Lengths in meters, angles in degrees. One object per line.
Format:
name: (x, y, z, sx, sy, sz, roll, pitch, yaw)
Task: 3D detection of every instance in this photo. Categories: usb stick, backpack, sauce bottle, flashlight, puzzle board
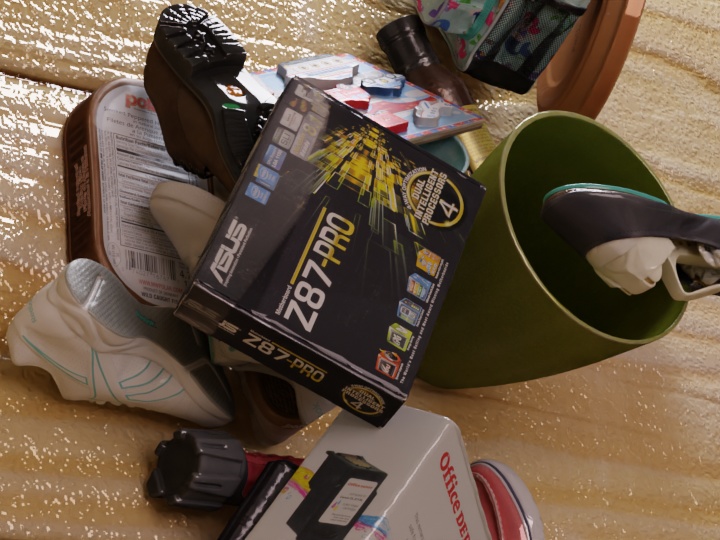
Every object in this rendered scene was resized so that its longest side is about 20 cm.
usb stick: (-0.089, 0.213, 1.473, 0.056, 0.033, 0.200, 52, 59, -33)
backpack: (0.129, -0.274, 1.858, 0.150, 0.200, 0.178, 24, 30, -32)
sauce bottle: (0.072, -0.114, 1.830, 0.065, 0.065, 0.201, -12, 74, -44)
flashlight: (-0.047, 0.142, 1.565, 0.199, 0.068, 0.068, 12, 91, -41)
puzzle board: (-0.020, -0.129, 1.723, 0.150, 0.017, 0.200, 29, 29, 32)

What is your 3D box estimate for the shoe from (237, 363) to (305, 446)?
shoe: (-0.072, 0.034, 1.633, 0.070, 0.053, 0.201, 1, 59, -17)

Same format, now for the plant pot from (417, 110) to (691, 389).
plant pot: (0.115, 0.008, 1.695, 0.186, 0.200, 0.188, 20, 54, -30)

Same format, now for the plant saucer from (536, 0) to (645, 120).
plant saucer: (0.194, -0.206, 1.899, 0.032, 0.201, 0.201, 17, 52, -10)

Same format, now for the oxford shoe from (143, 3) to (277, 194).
oxford shoe: (-0.094, -0.092, 1.599, 0.072, 0.085, 0.200, -6, 53, -37)

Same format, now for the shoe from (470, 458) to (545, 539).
shoe: (0.085, 0.232, 1.625, 0.091, 0.071, 0.201, 10, 63, -43)

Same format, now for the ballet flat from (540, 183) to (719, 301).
ballet flat: (0.213, -0.014, 1.600, 0.199, 0.073, 0.073, 10, 58, -39)

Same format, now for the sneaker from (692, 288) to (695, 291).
sneaker: (0.204, -0.014, 1.885, 0.199, 0.066, 0.091, 28, 52, -20)

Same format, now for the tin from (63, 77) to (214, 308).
tin: (-0.156, -0.048, 1.615, 0.112, 0.042, 0.201, 16, 55, -38)

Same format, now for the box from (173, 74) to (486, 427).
box: (-0.016, -0.015, 1.506, 0.161, 0.049, 0.201, 29, 52, -7)

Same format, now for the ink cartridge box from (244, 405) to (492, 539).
ink cartridge box: (-0.006, 0.204, 1.482, 0.200, 0.082, 0.146, -52, 142, -33)

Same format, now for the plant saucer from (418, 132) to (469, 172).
plant saucer: (-0.017, -0.089, 1.699, 0.199, 0.036, 0.200, 10, 24, -5)

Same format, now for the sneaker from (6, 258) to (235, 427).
sneaker: (-0.161, 0.060, 1.526, 0.200, 0.080, 0.071, 37, 27, -45)

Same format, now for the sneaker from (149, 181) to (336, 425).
sneaker: (-0.085, 0.023, 1.561, 0.200, 0.075, 0.089, 42, 79, 5)
